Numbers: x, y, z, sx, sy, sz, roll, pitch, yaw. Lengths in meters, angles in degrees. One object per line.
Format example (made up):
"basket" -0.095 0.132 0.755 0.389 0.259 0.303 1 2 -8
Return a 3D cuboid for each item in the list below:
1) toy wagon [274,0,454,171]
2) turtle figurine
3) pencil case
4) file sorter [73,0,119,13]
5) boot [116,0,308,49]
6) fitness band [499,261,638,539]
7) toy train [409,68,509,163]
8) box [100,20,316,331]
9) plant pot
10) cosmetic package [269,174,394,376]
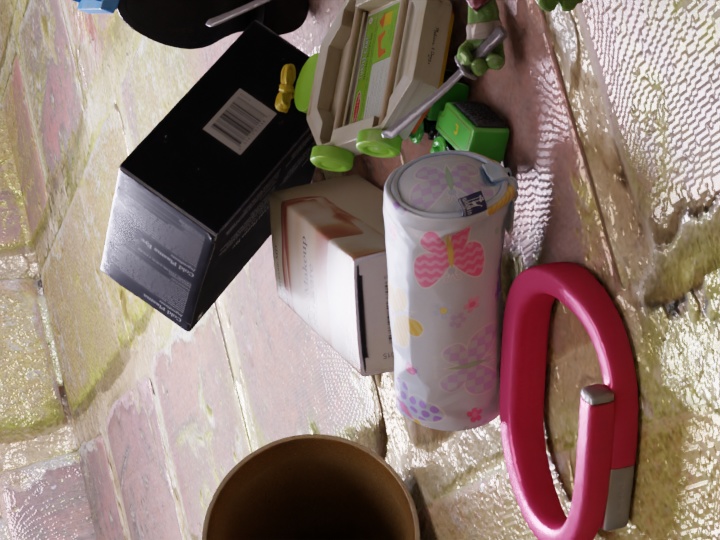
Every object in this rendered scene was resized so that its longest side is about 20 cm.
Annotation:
"toy wagon" 0.000 -0.151 1.325 0.200 0.039 0.156 -12 64 60
"turtle figurine" 0.044 -0.168 1.134 0.144 0.200 0.194 54 161 -17
"pencil case" 0.064 0.015 1.234 0.083 0.091 0.200 44 145 46
"file sorter" -0.248 -0.331 1.505 0.139 0.122 0.201 -155 80 -72
"boot" -0.170 -0.268 1.603 0.200 0.188 0.069 38 132 46
"fitness band" 0.133 0.092 1.182 0.144 0.037 0.201 -129 35 -55
"toy train" 0.053 -0.122 1.298 0.200 0.042 0.057 -127 42 -53
"box" -0.122 -0.080 1.551 0.104 0.200 0.182 35 149 7
"plant pot" -0.037 0.270 1.597 0.200 0.186 0.187 82 169 -63
"cosmetic package" 0.000 0.000 1.438 0.200 0.087 0.104 -143 45 -63
